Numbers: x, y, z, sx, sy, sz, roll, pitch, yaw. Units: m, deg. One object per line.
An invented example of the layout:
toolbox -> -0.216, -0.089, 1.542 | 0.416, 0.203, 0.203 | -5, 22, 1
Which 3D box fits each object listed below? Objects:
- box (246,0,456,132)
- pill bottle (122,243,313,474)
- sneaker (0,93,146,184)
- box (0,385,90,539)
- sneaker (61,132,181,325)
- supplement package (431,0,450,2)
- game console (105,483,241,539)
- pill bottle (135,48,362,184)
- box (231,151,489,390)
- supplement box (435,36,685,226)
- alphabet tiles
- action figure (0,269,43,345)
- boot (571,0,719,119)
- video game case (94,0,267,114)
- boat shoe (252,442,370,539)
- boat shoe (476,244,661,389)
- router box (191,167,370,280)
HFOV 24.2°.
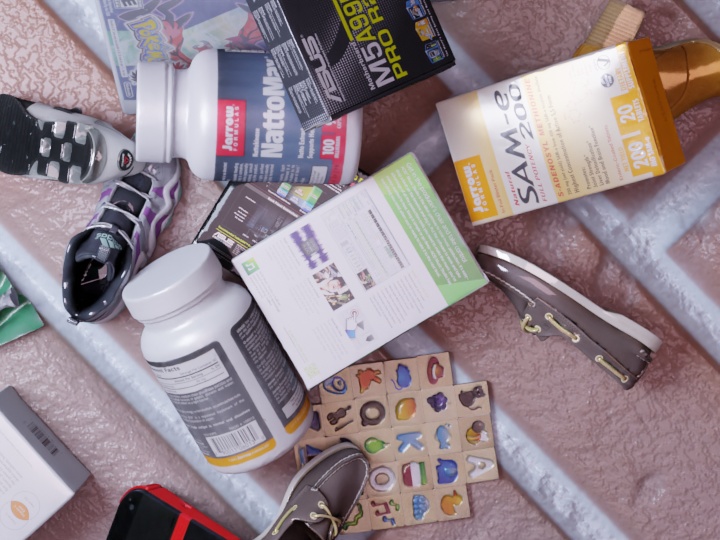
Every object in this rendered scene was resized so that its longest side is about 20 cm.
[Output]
box -> -0.021, -0.240, 1.455 | 0.160, 0.044, 0.201 | -27, 95, -37
pill bottle -> -0.135, 0.083, 1.581 | 0.116, 0.116, 0.201 | -27, 110, 3
sneaker -> -0.281, -0.118, 1.592 | 0.200, 0.088, 0.074 | 23, 104, 41
box -> -0.381, 0.227, 1.628 | 0.200, 0.097, 0.124 | -41, 93, 3
sneaker -> -0.228, -0.037, 1.583 | 0.077, 0.140, 0.201 | 19, 95, 0
supplement package -> -0.003, -0.300, 1.573 | 0.199, 0.114, 0.110 | -7, 94, 0
game console -> -0.195, 0.322, 1.617 | 0.176, 0.031, 0.201 | 24, 96, 37
pill bottle -> -0.103, -0.140, 1.519 | 0.199, 0.120, 0.120 | 1, 95, -7
box -> 0.000, 0.000, 1.574 | 0.199, 0.036, 0.145 | -30, 94, 4
supplement box -> 0.185, -0.128, 1.566 | 0.199, 0.073, 0.127 | -16, 94, 29
alphabet tiles -> 0.033, 0.171, 1.664 | 0.199, 0.006, 0.167 | -8, 94, 2
action figure -> -0.425, 0.069, 1.641 | 0.200, 0.055, 0.118 | -38, 96, 7
boot -> 0.293, -0.159, 1.609 | 0.200, 0.071, 0.145 | 24, 100, 3
video game case -> -0.143, -0.206, 1.551 | 0.181, 0.200, 0.023 | 0, 62, 1
boat shoe -> -0.053, 0.251, 1.607 | 0.200, 0.059, 0.072 | -47, 117, -18
boat shoe -> 0.191, 0.043, 1.615 | 0.199, 0.072, 0.060 | 30, 91, -5
router box -> -0.042, -0.037, 1.620 | 0.200, 0.062, 0.150 | 32, 94, -2
